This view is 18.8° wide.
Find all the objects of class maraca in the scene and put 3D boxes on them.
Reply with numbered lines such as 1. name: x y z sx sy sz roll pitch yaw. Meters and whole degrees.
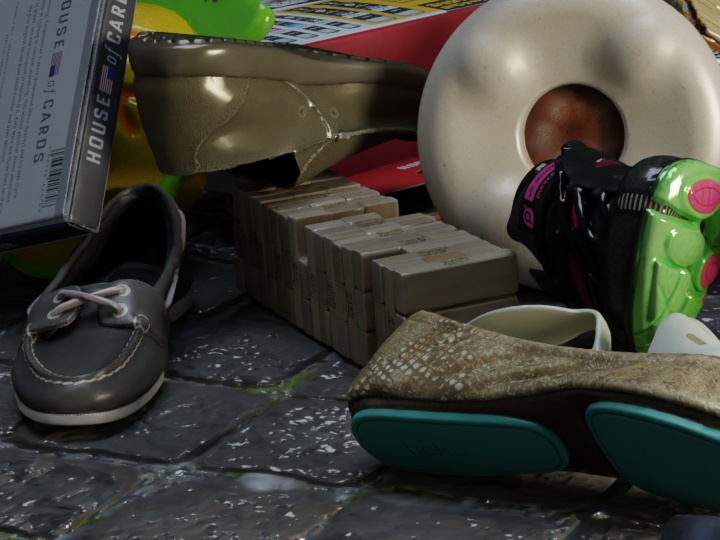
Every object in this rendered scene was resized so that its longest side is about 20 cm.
1. maraca: -0.119 -0.085 1.096 0.137 0.200 0.107 33 -2 40

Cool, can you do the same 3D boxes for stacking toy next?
1. stacking toy: 0.115 -0.070 1.076 0.146 0.146 0.200 0 6 13

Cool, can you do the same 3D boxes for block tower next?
1. block tower: 0.000 0.000 0.972 0.058 0.054 0.200 -10 16 -21

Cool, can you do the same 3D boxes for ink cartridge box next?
1. ink cartridge box: -0.006 -0.101 1.200 0.175 0.084 0.200 11 21 42

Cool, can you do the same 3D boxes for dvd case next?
1. dvd case: -0.182 -0.079 1.053 0.025 0.151 0.200 21 -20 -41

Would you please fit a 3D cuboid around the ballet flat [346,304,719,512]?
1. ballet flat: 0.088 0.042 0.765 0.200 0.071 0.065 7 56 29

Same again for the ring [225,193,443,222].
1. ring: 0.028 -0.039 1.163 0.200 0.019 0.200 -3 17 1

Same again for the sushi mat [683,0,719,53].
1. sushi mat: 0.234 -0.089 1.062 0.200 0.012 0.096 27 26 -17

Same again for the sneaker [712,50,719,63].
1. sneaker: 0.208 -0.125 1.290 0.115 0.076 0.200 -10 18 -10

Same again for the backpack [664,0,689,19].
1. backpack: 0.144 -0.202 1.425 0.176 0.153 0.200 -17 -4 -42

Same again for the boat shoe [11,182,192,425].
1. boat shoe: -0.113 0.012 0.953 0.067 0.057 0.200 -2 16 5

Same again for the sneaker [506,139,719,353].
1. sneaker: 0.097 -0.010 0.857 0.084 0.077 0.200 28 -7 3

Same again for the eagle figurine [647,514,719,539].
1. eagle figurine: 0.172 0.091 0.553 0.152 0.151 0.200 32 -27 -13

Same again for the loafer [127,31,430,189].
1. loafer: -0.036 -0.073 1.029 0.076 0.068 0.200 15 9 42
